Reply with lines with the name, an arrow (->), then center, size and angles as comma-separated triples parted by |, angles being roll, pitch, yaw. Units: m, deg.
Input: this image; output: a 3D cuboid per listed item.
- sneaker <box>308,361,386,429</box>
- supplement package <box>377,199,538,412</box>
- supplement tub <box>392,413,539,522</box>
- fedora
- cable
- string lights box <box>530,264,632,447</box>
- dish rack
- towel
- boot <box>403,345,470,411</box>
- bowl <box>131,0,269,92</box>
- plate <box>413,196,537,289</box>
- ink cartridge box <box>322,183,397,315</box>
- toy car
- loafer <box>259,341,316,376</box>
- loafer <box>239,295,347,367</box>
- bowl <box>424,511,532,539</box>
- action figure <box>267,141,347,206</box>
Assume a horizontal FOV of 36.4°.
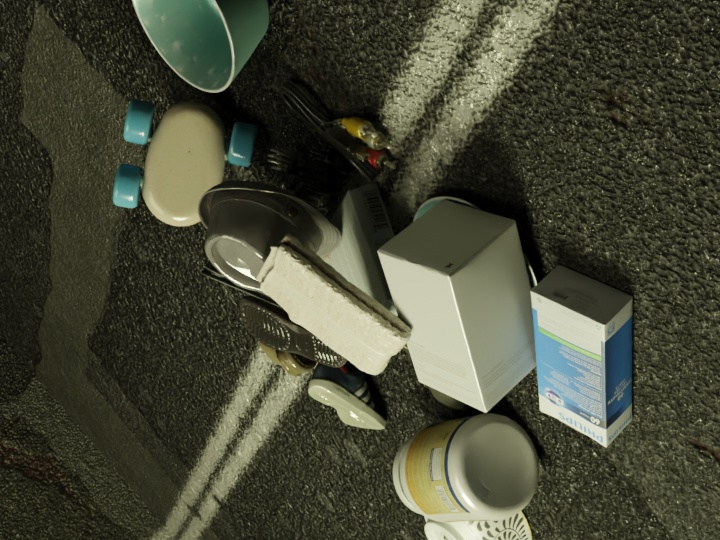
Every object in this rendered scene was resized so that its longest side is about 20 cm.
sneaker -> -0.010, 0.191, 1.758 | 0.074, 0.085, 0.200 | -2, 151, 28
supplement package -> 0.123, 0.040, 1.289 | 0.121, 0.120, 0.201 | 21, 139, 45
supplement tub -> 0.144, 0.284, 1.561 | 0.145, 0.144, 0.200 | 54, 151, -6
fedora -> -0.127, -0.030, 1.433 | 0.176, 0.091, 0.200 | -13, 141, 38
cable -> -0.026, -0.183, 1.406 | 0.200, 0.050, 0.097 | 43, 170, 39
string lights box -> 0.259, 0.102, 1.279 | 0.102, 0.059, 0.201 | 27, 143, 37
dish rack -> -0.139, 0.002, 1.613 | 0.152, 0.055, 0.200 | 24, -174, 1
towel -> -0.036, 0.045, 1.334 | 0.199, 0.035, 0.133 | 37, 152, 1
boot -> 0.079, 0.114, 1.541 | 0.200, 0.077, 0.139 | 38, 153, 24
bowl -> -0.189, -0.337, 1.373 | 0.200, 0.105, 0.202 | 35, 146, 27
plate -> 0.145, -0.010, 1.351 | 0.200, 0.026, 0.201 | 34, 146, 27
ink cartridge box -> 0.000, 0.000, 1.486 | 0.200, 0.057, 0.164 | 120, 133, -64
toy car -> -0.256, -0.161, 1.626 | 0.200, 0.183, 0.179 | -126, 47, -79
loafer -> -0.118, 0.123, 1.746 | 0.076, 0.067, 0.200 | 47, -173, -16
loafer -> -0.092, 0.083, 1.644 | 0.199, 0.071, 0.073 | 24, 133, 22
bowl -> 0.162, 0.399, 1.718 | 0.200, 0.094, 0.202 | 36, 148, 26
action figure -> -0.099, -0.108, 1.498 | 0.102, 0.120, 0.200 | 28, 149, -19
